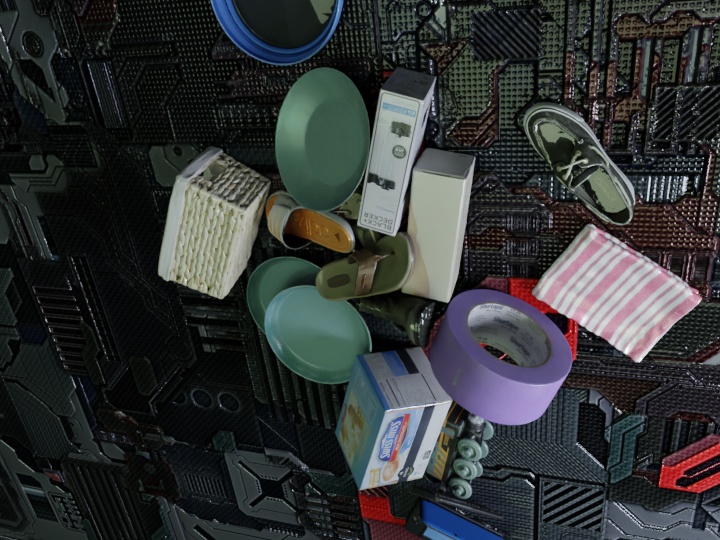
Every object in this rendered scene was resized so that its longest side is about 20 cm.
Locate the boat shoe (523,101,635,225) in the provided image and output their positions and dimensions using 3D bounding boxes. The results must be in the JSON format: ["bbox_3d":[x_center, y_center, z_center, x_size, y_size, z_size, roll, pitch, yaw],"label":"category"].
[{"bbox_3d":[0.296,-0.143,0.880,0.199,0.064,0.071,42,124,-7],"label":"boat shoe"}]

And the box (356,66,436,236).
[{"bbox_3d":[0.050,-0.166,0.925,0.059,0.117,0.203,15,124,7],"label":"box"}]

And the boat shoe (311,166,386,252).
[{"bbox_3d":[-0.013,-0.080,1.033,0.071,0.063,0.201,-27,106,33],"label":"boat shoe"}]

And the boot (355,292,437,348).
[{"bbox_3d":[0.050,0.066,1.020,0.128,0.200,0.069,10,97,9],"label":"boot"}]

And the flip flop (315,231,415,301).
[{"bbox_3d":[0.000,0.000,0.986,0.198,0.057,0.083,-17,80,37],"label":"flip flop"}]

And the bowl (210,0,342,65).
[{"bbox_3d":[-0.114,-0.389,0.901,0.196,0.040,0.204,9,122,15],"label":"bowl"}]

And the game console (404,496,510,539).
[{"bbox_3d":[0.188,0.536,1.289,0.197,0.119,0.173,25,125,5],"label":"game console"}]

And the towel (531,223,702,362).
[{"bbox_3d":[0.376,0.036,0.978,0.198,0.030,0.147,32,124,1],"label":"towel"}]

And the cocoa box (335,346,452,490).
[{"bbox_3d":[0.050,0.254,1.136,0.129,0.134,0.203,-4,128,-25],"label":"cocoa box"}]

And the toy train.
[{"bbox_3d":[0.170,0.325,1.198,0.112,0.085,0.203,22,128,22],"label":"toy train"}]

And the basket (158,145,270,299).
[{"bbox_3d":[-0.237,-0.074,1.079,0.121,0.136,0.202,24,125,0],"label":"basket"}]

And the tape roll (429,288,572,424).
[{"bbox_3d":[0.208,0.125,0.988,0.197,0.201,0.086,23,126,6],"label":"tape roll"}]

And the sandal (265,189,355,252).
[{"bbox_3d":[-0.096,-0.070,1.032,0.205,0.059,0.081,21,130,40],"label":"sandal"}]

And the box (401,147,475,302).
[{"bbox_3d":[0.114,-0.067,0.976,0.076,0.095,0.203,12,121,14],"label":"box"}]

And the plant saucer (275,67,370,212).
[{"bbox_3d":[-0.048,-0.188,0.962,0.198,0.038,0.206,6,98,42],"label":"plant saucer"}]

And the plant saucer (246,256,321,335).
[{"bbox_3d":[-0.108,0.060,1.172,0.196,0.028,0.204,10,122,15],"label":"plant saucer"}]

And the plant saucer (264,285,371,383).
[{"bbox_3d":[-0.072,0.108,1.146,0.196,0.028,0.204,9,121,15],"label":"plant saucer"}]

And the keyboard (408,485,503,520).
[{"bbox_3d":[0.168,0.431,1.237,0.198,0.021,0.126,29,159,-34],"label":"keyboard"}]
